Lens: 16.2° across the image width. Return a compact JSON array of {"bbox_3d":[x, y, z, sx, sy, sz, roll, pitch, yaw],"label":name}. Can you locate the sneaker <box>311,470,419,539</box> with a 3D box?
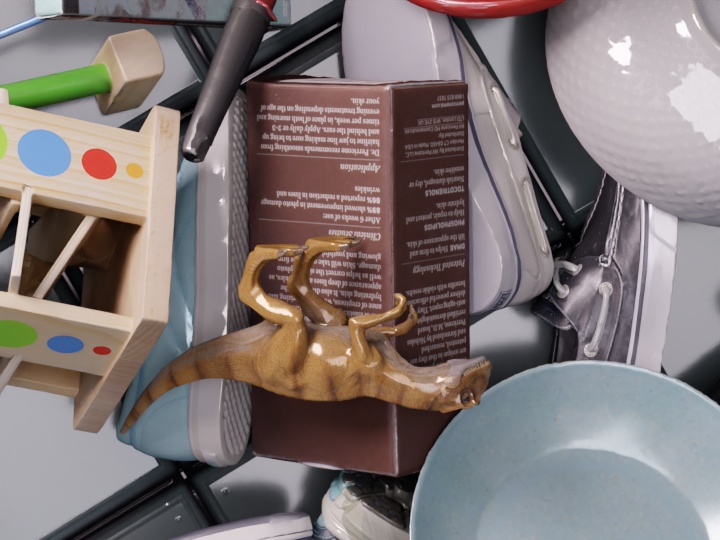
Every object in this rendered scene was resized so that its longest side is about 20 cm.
[{"bbox_3d":[0.055,0.178,1.370,0.200,0.078,0.086,30,114,-13],"label":"sneaker"}]

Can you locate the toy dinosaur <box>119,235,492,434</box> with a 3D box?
[{"bbox_3d":[-0.038,0.038,1.249,0.199,0.060,0.107,2,99,17],"label":"toy dinosaur"}]

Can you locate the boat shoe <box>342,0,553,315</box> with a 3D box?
[{"bbox_3d":[0.052,-0.074,1.356,0.070,0.071,0.201,-7,72,-48],"label":"boat shoe"}]

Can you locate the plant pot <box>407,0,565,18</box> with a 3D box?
[{"bbox_3d":[0.055,-0.236,1.265,0.200,0.183,0.201,-7,58,11],"label":"plant pot"}]

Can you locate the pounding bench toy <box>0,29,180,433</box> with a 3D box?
[{"bbox_3d":[-0.184,-0.044,1.278,0.156,0.124,0.201,12,57,-18],"label":"pounding bench toy"}]

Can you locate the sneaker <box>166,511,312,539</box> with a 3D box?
[{"bbox_3d":[-0.100,0.217,1.330,0.202,0.077,0.147,-22,84,4],"label":"sneaker"}]

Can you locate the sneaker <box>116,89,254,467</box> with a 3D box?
[{"bbox_3d":[-0.097,0.001,1.335,0.082,0.074,0.201,2,79,15],"label":"sneaker"}]

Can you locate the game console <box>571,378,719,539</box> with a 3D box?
[{"bbox_3d":[0.231,0.159,1.331,0.200,0.116,0.176,-43,106,-24],"label":"game console"}]

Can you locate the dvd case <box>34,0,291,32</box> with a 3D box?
[{"bbox_3d":[-0.098,-0.197,1.279,0.022,0.200,0.147,0,92,33],"label":"dvd case"}]

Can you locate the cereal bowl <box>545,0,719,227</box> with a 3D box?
[{"bbox_3d":[0.203,-0.127,1.329,0.199,0.083,0.201,5,68,-12],"label":"cereal bowl"}]

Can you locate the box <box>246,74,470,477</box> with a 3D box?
[{"bbox_3d":[0.000,0.000,1.316,0.075,0.100,0.201,-7,100,-50],"label":"box"}]

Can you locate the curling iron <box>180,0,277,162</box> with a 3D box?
[{"bbox_3d":[-0.046,-0.134,1.310,0.050,0.026,0.200,40,54,-19],"label":"curling iron"}]

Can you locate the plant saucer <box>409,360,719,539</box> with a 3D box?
[{"bbox_3d":[0.122,0.145,1.292,0.200,0.039,0.202,2,64,-5],"label":"plant saucer"}]

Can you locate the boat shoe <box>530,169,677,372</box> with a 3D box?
[{"bbox_3d":[0.126,0.018,1.368,0.068,0.072,0.201,5,99,-9],"label":"boat shoe"}]

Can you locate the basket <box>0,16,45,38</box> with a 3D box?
[{"bbox_3d":[-0.238,-0.179,1.273,0.200,0.139,0.177,-29,96,3],"label":"basket"}]
